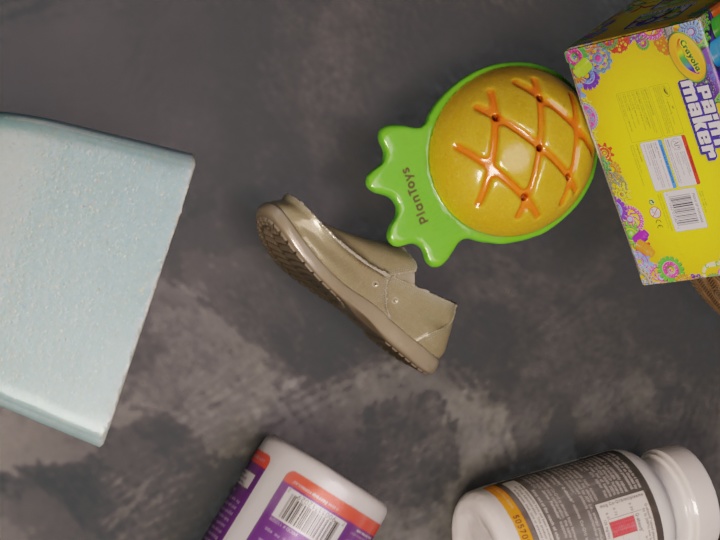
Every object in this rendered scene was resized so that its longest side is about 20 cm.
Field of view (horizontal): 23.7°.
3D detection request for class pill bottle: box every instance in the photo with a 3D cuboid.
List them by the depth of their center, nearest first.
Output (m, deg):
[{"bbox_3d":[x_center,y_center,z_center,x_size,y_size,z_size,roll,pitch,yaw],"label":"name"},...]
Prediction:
[{"bbox_3d":[-0.075,0.235,1.290,0.111,0.111,0.201,35,83,-22],"label":"pill bottle"},{"bbox_3d":[0.184,0.211,1.394,0.199,0.116,0.117,-13,101,-21],"label":"pill bottle"}]

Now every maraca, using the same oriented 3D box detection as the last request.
[{"bbox_3d":[0.097,-0.083,1.327,0.199,0.107,0.138,-25,96,-20],"label":"maraca"}]

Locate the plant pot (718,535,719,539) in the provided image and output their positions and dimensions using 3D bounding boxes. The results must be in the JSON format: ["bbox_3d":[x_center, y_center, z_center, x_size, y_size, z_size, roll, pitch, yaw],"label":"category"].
[{"bbox_3d":[0.312,0.337,1.425,0.199,0.199,0.182,-26,98,-18],"label":"plant pot"}]

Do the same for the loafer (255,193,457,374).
[{"bbox_3d":[0.000,0.000,1.319,0.200,0.076,0.068,43,78,-31],"label":"loafer"}]

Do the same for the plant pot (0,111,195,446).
[{"bbox_3d":[-0.245,-0.015,1.154,0.199,0.196,0.197,18,89,-14],"label":"plant pot"}]

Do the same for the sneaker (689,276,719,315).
[{"bbox_3d":[0.366,0.010,1.472,0.200,0.071,0.113,42,83,-29],"label":"sneaker"}]

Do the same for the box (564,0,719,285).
[{"bbox_3d":[0.283,-0.124,1.356,0.193,0.122,0.201,-38,112,-47],"label":"box"}]
